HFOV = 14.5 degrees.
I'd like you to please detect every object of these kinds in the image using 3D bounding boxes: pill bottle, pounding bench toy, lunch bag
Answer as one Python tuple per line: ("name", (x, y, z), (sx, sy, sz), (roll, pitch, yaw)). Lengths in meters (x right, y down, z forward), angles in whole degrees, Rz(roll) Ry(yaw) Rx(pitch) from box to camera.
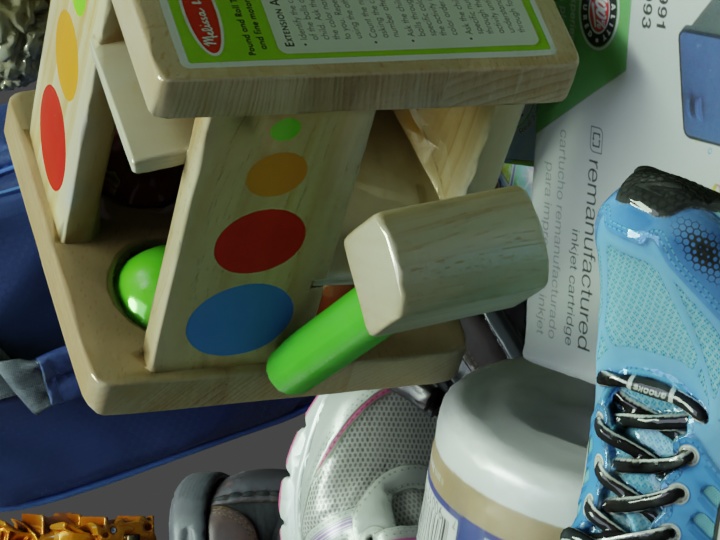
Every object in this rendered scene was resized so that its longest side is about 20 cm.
("pill bottle", (0.065, 0.138, 0.907), (0.111, 0.110, 0.201), (40, 127, 54))
("pounding bench toy", (-0.019, -0.020, 0.839), (0.157, 0.123, 0.201), (108, 150, -45))
("lunch bag", (-0.112, 0.007, 1.126), (0.132, 0.199, 0.137), (28, 134, 62))

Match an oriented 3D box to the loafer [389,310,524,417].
("loafer", (0.000, 0.000, 0.998), (0.200, 0.063, 0.072), (56, 172, 25))

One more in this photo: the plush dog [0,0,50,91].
("plush dog", (-0.090, -0.172, 1.126), (0.171, 0.160, 0.201), (19, 125, 41))

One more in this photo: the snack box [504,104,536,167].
("snack box", (0.044, -0.142, 0.971), (0.200, 0.067, 0.170), (-140, 59, -62))

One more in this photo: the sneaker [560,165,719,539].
("sneaker", (0.085, 0.070, 0.733), (0.078, 0.090, 0.201), (26, 134, 49))

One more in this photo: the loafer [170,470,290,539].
("loafer", (-0.026, 0.175, 1.082), (0.063, 0.072, 0.202), (-8, 97, 16))

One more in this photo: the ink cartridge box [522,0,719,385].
("ink cartridge box", (0.139, -0.027, 0.789), (0.200, 0.087, 0.146), (20, 111, 52))

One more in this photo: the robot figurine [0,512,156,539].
("robot figurine", (-0.130, 0.214, 1.306), (0.145, 0.058, 0.202), (-8, 82, 60))

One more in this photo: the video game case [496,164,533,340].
("video game case", (0.088, -0.030, 0.967), (0.200, 0.018, 0.144), (-60, 41, 41))

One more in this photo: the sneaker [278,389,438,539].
("sneaker", (0.026, 0.130, 1.013), (0.088, 0.081, 0.202), (-4, 93, 65))
